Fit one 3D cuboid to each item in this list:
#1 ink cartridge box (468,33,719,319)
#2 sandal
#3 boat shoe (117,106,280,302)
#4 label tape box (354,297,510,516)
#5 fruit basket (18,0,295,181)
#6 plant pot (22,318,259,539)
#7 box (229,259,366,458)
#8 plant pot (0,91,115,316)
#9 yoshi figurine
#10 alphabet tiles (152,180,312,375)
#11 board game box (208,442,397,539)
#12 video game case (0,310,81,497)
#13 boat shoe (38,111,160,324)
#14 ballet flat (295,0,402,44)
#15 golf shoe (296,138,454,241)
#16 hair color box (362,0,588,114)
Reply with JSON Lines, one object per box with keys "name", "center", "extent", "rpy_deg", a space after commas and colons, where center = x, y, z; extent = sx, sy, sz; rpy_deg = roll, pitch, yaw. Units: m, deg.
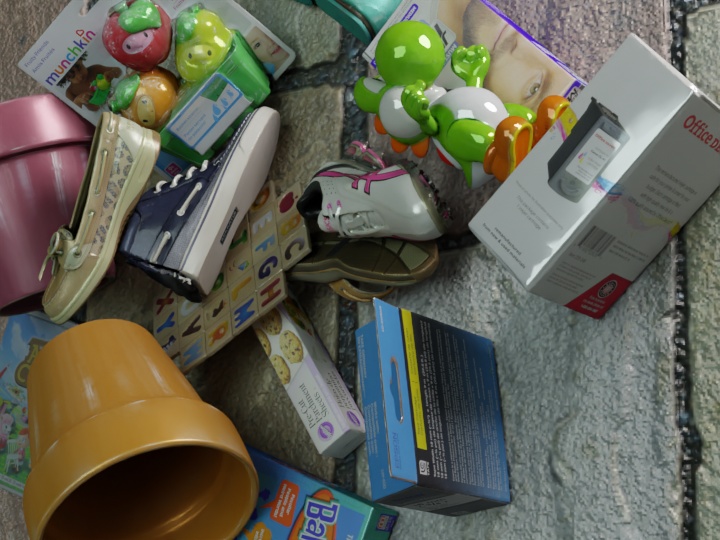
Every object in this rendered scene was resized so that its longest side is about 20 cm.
{"name": "ink cartridge box", "center": [0.202, -0.069, 1.368], "extent": [0.200, 0.147, 0.086], "rpy_deg": [-50, 58, 11]}
{"name": "sandal", "center": [0.000, 0.000, 1.534], "extent": [0.199, 0.080, 0.054], "rpy_deg": [-1, 120, 47]}
{"name": "boat shoe", "center": [-0.153, -0.076, 1.613], "extent": [0.092, 0.075, 0.201], "rpy_deg": [20, 71, 15]}
{"name": "label tape box", "center": [0.044, 0.114, 1.393], "extent": [0.063, 0.199, 0.146], "rpy_deg": [-16, 70, 29]}
{"name": "fruit basket", "center": [-0.191, -0.197, 1.626], "extent": [0.185, 0.200, 0.094], "rpy_deg": [-44, 31, 15]}
{"name": "plant pot", "center": [-0.212, 0.150, 1.510], "extent": [0.200, 0.200, 0.184], "rpy_deg": [-43, 49, 17]}
{"name": "box", "center": [-0.056, 0.079, 1.566], "extent": [0.041, 0.039, 0.201], "rpy_deg": [-40, 60, 19]}
{"name": "plant pot", "center": [-0.327, -0.059, 1.700], "extent": [0.199, 0.200, 0.181], "rpy_deg": [-22, 83, 27]}
{"name": "yoshi figurine", "center": [0.075, -0.149, 1.428], "extent": [0.199, 0.112, 0.113], "rpy_deg": [24, 78, 37]}
{"name": "alphabet tiles", "center": [-0.123, 0.005, 1.605], "extent": [0.199, 0.006, 0.167], "rpy_deg": [-37, 35, 22]}
{"name": "board game box", "center": [-0.078, 0.250, 1.534], "extent": [0.199, 0.045, 0.153], "rpy_deg": [19, 88, 35]}
{"name": "video game case", "center": [-0.304, 0.143, 1.724], "extent": [0.199, 0.022, 0.184], "rpy_deg": [16, 87, 35]}
{"name": "boat shoe", "center": [-0.254, -0.049, 1.598], "extent": [0.202, 0.062, 0.073], "rpy_deg": [-65, 24, -2]}
{"name": "ballet flat", "center": [-0.032, -0.282, 1.634], "extent": [0.070, 0.068, 0.200], "rpy_deg": [-45, 55, -13]}
{"name": "golf shoe", "center": [0.012, -0.052, 1.488], "extent": [0.092, 0.073, 0.200], "rpy_deg": [-38, 23, -12]}
{"name": "hair color box", "center": [0.105, -0.171, 1.509], "extent": [0.200, 0.065, 0.110], "rpy_deg": [44, 104, 31]}
